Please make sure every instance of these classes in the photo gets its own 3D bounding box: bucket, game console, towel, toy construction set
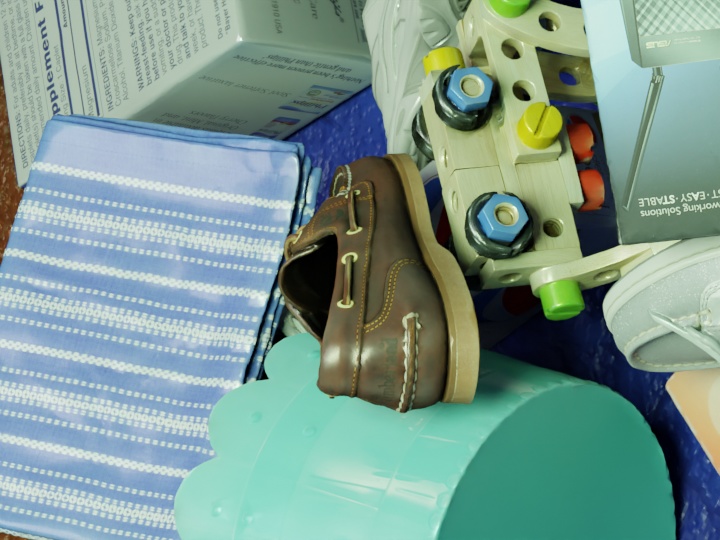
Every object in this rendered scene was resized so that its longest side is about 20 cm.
[{"bbox_3d":[0.033,0.125,1.291,0.135,0.207,0.207,11,93,42],"label":"bucket"},{"bbox_3d":[-0.100,0.085,1.428,0.118,0.200,0.171,-18,66,9],"label":"game console"},{"bbox_3d":[-0.108,0.027,1.328,0.145,0.024,0.200,10,73,23],"label":"towel"},{"bbox_3d":[0.096,-0.053,1.278,0.092,0.131,0.200,106,152,-49],"label":"toy construction set"}]

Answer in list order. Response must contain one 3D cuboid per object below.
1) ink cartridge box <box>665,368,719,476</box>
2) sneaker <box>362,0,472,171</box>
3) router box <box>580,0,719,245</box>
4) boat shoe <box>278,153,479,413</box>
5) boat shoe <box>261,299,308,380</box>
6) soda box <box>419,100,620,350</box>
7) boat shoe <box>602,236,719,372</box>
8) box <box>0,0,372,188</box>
[{"bbox_3d":[0.226,0.042,1.168,0.200,0.050,0.162,-54,49,32],"label":"ink cartridge box"},{"bbox_3d":[0.038,-0.134,1.389,0.099,0.078,0.200,59,142,44],"label":"sneaker"},{"bbox_3d":[0.183,-0.097,1.101,0.200,0.062,0.150,-7,103,20],"label":"router box"},{"bbox_3d":[0.000,0.000,1.259,0.200,0.070,0.070,-112,21,-69],"label":"boat shoe"},{"bbox_3d":[-0.017,0.087,1.382,0.070,0.072,0.201,-6,116,31],"label":"boat shoe"},{"bbox_3d":[0.041,0.000,1.400,0.200,0.064,0.068,-40,58,40],"label":"soda box"},{"bbox_3d":[0.187,0.018,1.146,0.202,0.074,0.065,-8,66,28],"label":"boat shoe"},{"bbox_3d":[-0.097,-0.155,1.551,0.200,0.105,0.184,-28,64,43],"label":"box"}]
